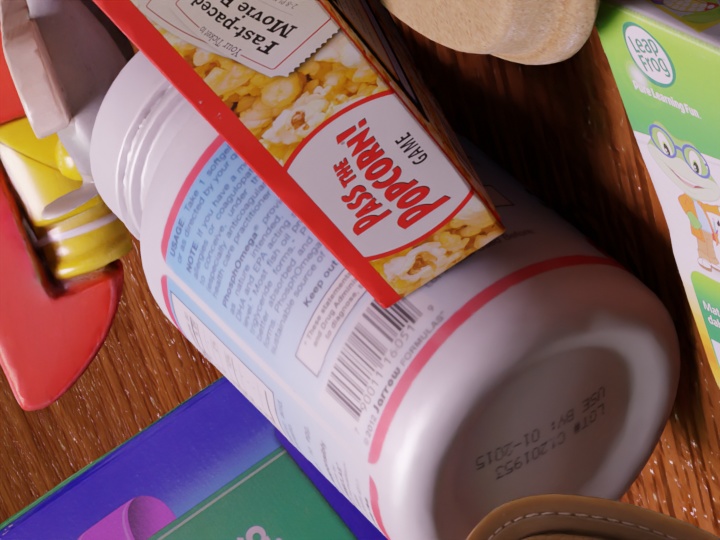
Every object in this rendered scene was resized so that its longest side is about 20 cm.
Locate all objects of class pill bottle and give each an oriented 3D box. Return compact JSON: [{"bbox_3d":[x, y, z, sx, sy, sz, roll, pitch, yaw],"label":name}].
[{"bbox_3d":[0.000,0.000,0.917,0.200,0.109,0.109,43,158,39],"label":"pill bottle"}]

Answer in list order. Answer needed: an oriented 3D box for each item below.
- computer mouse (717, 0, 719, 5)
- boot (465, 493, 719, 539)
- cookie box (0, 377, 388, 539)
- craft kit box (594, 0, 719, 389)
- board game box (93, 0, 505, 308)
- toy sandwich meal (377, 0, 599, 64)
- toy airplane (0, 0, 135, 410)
[{"bbox_3d":[0.122,-0.092,0.573,0.200,0.034,0.059,-27,79,68],"label":"computer mouse"},{"bbox_3d":[0.100,0.126,0.835,0.200,0.074,0.155,32,174,-8],"label":"boot"},{"bbox_3d":[-0.022,0.121,1.013,0.171,0.200,0.075,56,161,-1],"label":"cookie box"},{"bbox_3d":[0.150,0.030,0.683,0.200,0.048,0.198,33,153,52],"label":"craft kit box"},{"bbox_3d":[-0.044,-0.099,0.799,0.200,0.046,0.152,47,-167,-51],"label":"board game box"},{"bbox_3d":[0.013,-0.146,0.702,0.205,0.070,0.205,52,166,19],"label":"toy sandwich meal"},{"bbox_3d":[-0.112,-0.076,1.070,0.199,0.140,0.201,95,172,-54],"label":"toy airplane"}]
